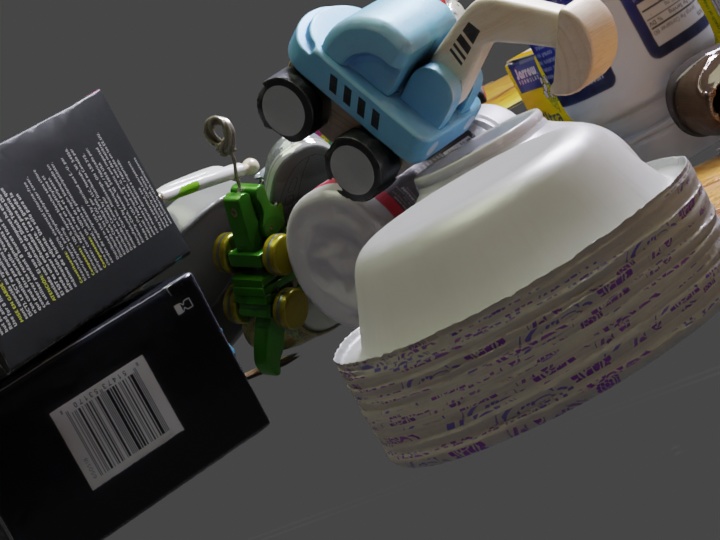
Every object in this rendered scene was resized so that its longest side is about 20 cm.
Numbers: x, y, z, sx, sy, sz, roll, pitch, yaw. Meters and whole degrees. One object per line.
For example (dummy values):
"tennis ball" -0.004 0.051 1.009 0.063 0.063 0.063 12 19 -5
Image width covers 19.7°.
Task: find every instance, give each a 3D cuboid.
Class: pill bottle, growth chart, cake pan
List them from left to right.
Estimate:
"growth chart" -0.167 -0.050 1.567 0.144 0.018 0.199 -22 4 -42
"cake pan" -0.136 0.009 1.712 0.200 0.037 0.201 -42 -28 -28
"pill bottle" 0.046 -0.046 1.514 0.110 0.111 0.200 -23 9 47
"pill bottle" 0.181 -0.170 1.469 0.119 0.201 0.120 -29 6 3

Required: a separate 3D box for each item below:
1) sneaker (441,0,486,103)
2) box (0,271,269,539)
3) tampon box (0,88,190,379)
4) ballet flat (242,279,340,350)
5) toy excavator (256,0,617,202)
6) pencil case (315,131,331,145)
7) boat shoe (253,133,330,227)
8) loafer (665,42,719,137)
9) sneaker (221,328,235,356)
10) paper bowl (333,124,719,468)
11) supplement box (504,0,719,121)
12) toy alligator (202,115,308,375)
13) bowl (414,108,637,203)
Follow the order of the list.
"sneaker" 0.054 -0.165 1.564 0.070 0.094 0.200 -14 2 8
"box" -0.199 0.110 1.350 0.196 0.118 0.200 -33 8 -32
"tampon box" -0.238 -0.004 1.324 0.149 0.127 0.200 -25 7 37
"ballet flat" 0.000 0.000 1.595 0.199 0.071 0.071 -31 6 -16
"toy excavator" 0.050 -0.136 1.357 0.100 0.194 0.200 -36 -19 -46
"pencil case" 0.055 -0.092 1.690 0.199 0.089 0.088 11 33 39
"boat shoe" -0.048 -0.056 1.598 0.074 0.065 0.202 -32 -22 -7
"loafer" 0.302 -0.146 1.386 0.199 0.073 0.071 -35 17 1
"sneaker" -0.142 0.075 1.573 0.082 0.073 0.200 -30 6 3
"paper bowl" 0.077 0.003 1.015 0.200 0.105 0.201 -30 7 4
"supplement box" 0.235 -0.169 1.637 0.199 0.110 0.109 -31 6 -16
"toy alligator" -0.071 -0.023 1.510 0.059 0.201 0.054 3 22 36
"bowl" 0.097 -0.044 1.365 0.200 0.091 0.201 -29 7 4
